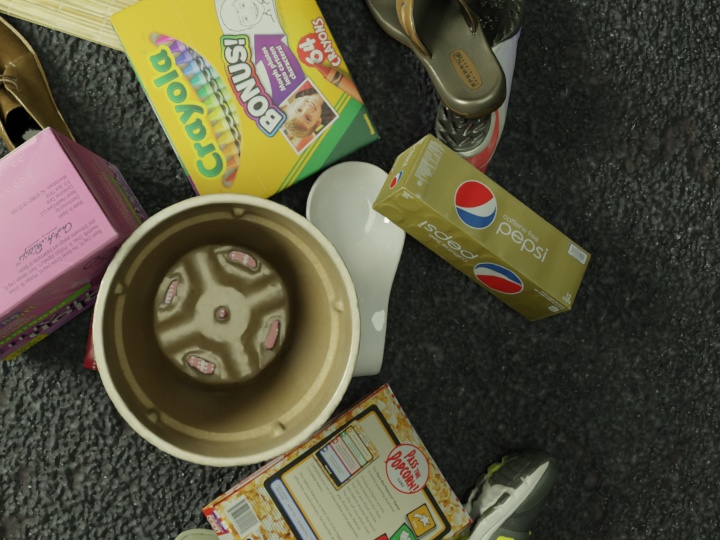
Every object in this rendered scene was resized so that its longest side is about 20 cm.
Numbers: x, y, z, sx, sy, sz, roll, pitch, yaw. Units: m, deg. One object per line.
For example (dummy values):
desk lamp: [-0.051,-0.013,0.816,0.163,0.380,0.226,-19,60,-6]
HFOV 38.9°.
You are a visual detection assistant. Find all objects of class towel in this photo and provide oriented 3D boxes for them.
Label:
towel: [-0.144,0.035,0.941,0.197,0.022,0.147,10,88,-9]

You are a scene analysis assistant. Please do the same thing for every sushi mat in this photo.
sushi mat: [-0.228,-0.253,0.930,0.197,0.012,0.097,16,86,-10]

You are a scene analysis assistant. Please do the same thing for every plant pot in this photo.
plant pot: [-0.112,0.042,0.841,0.197,0.183,0.204,0,92,-10]

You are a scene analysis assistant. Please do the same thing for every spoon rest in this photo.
spoon rest: [0.000,0.000,0.944,0.098,0.061,0.203,-4,92,-19]

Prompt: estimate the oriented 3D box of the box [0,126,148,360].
box: [-0.266,-0.011,0.816,0.175,0.200,0.097,-34,89,-2]

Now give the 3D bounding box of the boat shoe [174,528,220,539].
boat shoe: [-0.092,0.305,0.930,0.198,0.075,0.066,27,129,-16]

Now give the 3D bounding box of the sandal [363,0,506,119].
sandal: [0.065,-0.225,0.927,0.081,0.055,0.201,-29,67,2]

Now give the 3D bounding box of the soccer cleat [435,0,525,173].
soccer cleat: [0.117,-0.188,0.973,0.067,0.073,0.202,7,71,20]

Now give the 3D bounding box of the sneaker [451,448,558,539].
sneaker: [0.130,0.261,0.971,0.084,0.074,0.201,37,93,-14]

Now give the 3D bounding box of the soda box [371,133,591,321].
soda box: [0.113,-0.036,0.944,0.199,0.068,0.064,35,65,-15]

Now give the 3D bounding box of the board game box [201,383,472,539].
board game box: [-0.017,0.220,0.912,0.199,0.046,0.153,-31,87,-26]

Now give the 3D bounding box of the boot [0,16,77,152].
boot: [-0.308,-0.159,0.886,0.073,0.075,0.201,-35,95,-6]

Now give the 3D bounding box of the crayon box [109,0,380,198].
crayon box: [-0.103,-0.170,0.920,0.171,0.058,0.202,-29,101,-10]
